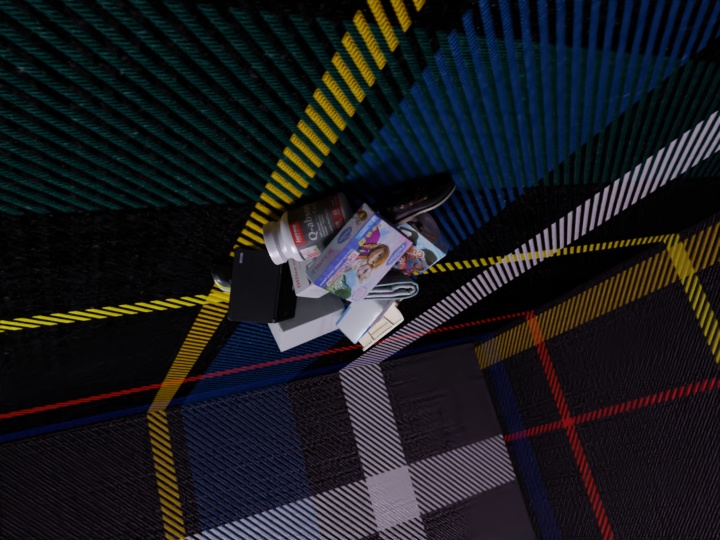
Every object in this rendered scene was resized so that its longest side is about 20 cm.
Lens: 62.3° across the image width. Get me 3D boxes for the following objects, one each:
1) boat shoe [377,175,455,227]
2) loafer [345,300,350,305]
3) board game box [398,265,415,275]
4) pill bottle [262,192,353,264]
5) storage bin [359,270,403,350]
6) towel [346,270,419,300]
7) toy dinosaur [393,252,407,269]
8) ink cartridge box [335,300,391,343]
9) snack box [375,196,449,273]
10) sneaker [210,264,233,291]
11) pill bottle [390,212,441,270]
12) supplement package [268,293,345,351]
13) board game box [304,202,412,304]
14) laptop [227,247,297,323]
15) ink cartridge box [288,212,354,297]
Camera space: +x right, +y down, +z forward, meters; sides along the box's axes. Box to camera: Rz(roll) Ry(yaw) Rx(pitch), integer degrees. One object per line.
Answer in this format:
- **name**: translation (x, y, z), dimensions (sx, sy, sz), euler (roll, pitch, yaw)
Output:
- **boat shoe**: translation (0.133, -0.171, 1.388), dimensions (0.198, 0.074, 0.064), euler (-28, 121, -7)
- **loafer**: translation (0.008, 0.070, 1.975), dimensions (0.070, 0.075, 0.199), euler (-14, 179, -32)
- **board game box**: translation (0.112, -0.004, 1.977), dimensions (0.196, 0.020, 0.102), euler (-3, 159, -40)
- **pill bottle**: translation (-0.111, -0.089, 1.334), dimensions (0.195, 0.119, 0.116), euler (-19, 163, 5)
- **storage bin**: translation (0.071, 0.123, 1.929), dimensions (0.198, 0.094, 0.201), euler (-40, -170, 28)
- **towel**: translation (0.040, 0.034, 1.538), dimensions (0.194, 0.050, 0.171), euler (-1, -168, -8)
- **toy dinosaur**: translation (0.042, -0.056, 1.506), dimensions (0.178, 0.107, 0.200), euler (22, -159, 10)
- **ink cartridge box**: translation (0.031, 0.100, 1.709), dimensions (0.146, 0.083, 0.200), euler (-53, 172, 26)
- **snack box**: translation (0.112, -0.085, 1.488), dimensions (0.198, 0.038, 0.116), euler (37, 143, -11)
- **sneaker**: translation (-0.299, 0.002, 1.536), dimensions (0.080, 0.075, 0.198), euler (-36, 163, 32)
- **pill bottle**: translation (0.111, -0.071, 1.610), dimensions (0.197, 0.115, 0.111), euler (-26, 161, 29)
- **supplement package**: translation (-0.159, 0.124, 1.705), dimensions (0.196, 0.119, 0.118), euler (-20, 152, -23)
- **board game box**: translation (0.002, -0.029, 1.322), dimensions (0.201, 0.041, 0.198), euler (-48, 148, 10)
- **laptop**: translation (-0.241, 0.037, 1.538), dimensions (0.101, 0.183, 0.199), euler (10, -174, 17)
- **ink cartridge box**: translation (-0.083, -0.038, 1.465), dimensions (0.198, 0.151, 0.085), euler (-29, 156, 34)
